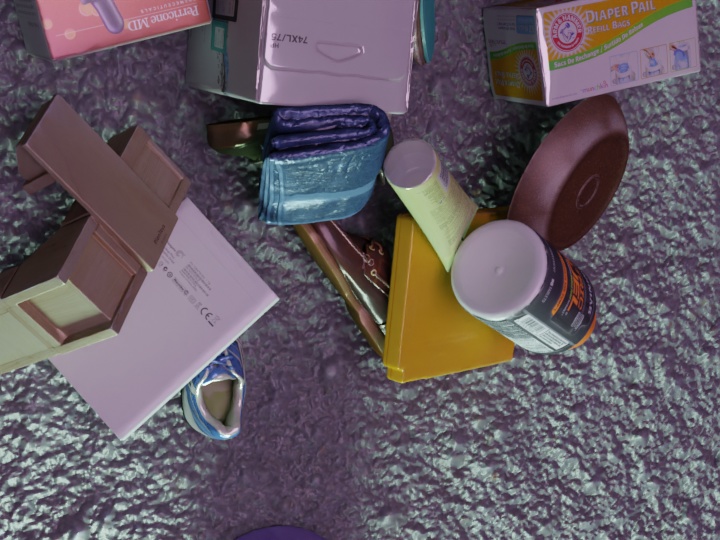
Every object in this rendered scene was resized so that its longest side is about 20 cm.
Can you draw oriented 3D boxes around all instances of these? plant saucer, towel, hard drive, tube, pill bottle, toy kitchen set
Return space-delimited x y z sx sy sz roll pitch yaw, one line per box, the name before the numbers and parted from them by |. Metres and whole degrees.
plant saucer | 0.232 -0.092 1.378 0.200 0.037 0.201 -37 146 -30
towel | -0.036 -0.090 1.171 0.111 0.200 0.049 -6 73 -8
hard drive | -0.195 0.046 1.226 0.200 0.027 0.132 -42 86 -4
tube | 0.074 -0.064 1.241 0.058 0.052 0.200 -28 154 9
pill bottle | 0.181 0.026 1.344 0.106 0.106 0.200 -61 146 -1
toy kitchen set | -0.296 -0.046 1.176 0.163 0.180 0.200 49 40 -29

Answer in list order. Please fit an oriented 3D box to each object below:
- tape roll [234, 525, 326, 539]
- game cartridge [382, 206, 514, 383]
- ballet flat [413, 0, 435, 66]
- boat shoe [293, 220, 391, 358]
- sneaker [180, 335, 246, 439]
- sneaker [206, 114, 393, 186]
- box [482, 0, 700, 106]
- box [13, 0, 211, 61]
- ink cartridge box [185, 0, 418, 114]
tape roll | -0.088 0.380 1.381 0.200 0.066 0.200 -7 106 -24
game cartridge | 0.103 0.022 1.367 0.200 0.032 0.177 -5 105 -45
ballet flat | 0.039 -0.294 1.273 0.067 0.068 0.200 7 132 12
boat shoe | 0.000 0.000 1.330 0.070 0.070 0.200 -37 124 -6
sneaker | -0.144 0.073 1.273 0.076 0.077 0.200 -13 105 -21
sneaker | -0.053 -0.112 1.276 0.200 0.067 0.090 -9 101 -27
box | 0.246 -0.246 1.364 0.200 0.112 0.102 -15 107 -21
box | -0.235 -0.300 1.123 0.152 0.106 0.200 -19 109 -21
ink cartridge box | -0.057 -0.227 1.173 0.147 0.200 0.146 1 102 -26
